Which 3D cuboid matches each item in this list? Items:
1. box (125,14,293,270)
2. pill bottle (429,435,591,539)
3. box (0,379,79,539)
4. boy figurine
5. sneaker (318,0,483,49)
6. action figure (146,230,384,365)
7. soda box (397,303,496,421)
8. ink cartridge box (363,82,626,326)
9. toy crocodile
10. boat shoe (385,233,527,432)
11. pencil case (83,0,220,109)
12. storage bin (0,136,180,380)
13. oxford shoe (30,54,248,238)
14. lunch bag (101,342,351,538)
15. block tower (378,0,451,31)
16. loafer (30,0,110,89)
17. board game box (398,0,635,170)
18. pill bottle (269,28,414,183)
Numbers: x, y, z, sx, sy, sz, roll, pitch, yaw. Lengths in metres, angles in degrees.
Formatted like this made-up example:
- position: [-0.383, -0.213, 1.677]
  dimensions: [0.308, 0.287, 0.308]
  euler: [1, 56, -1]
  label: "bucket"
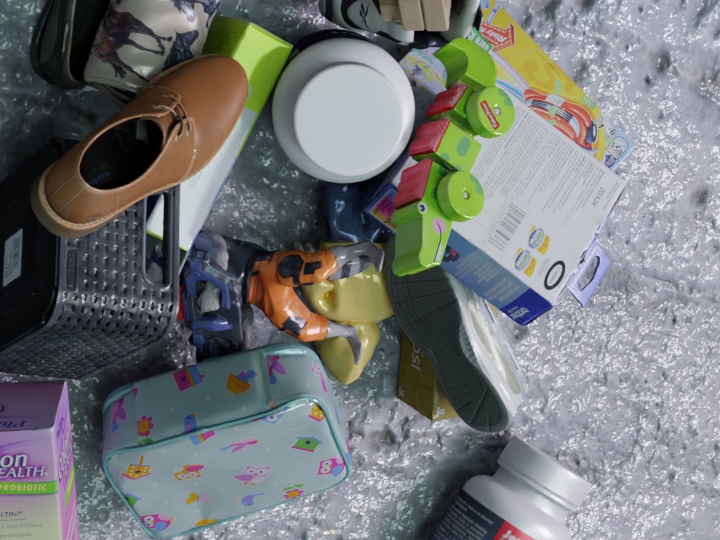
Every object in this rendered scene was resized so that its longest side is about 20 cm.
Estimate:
- position: [-0.131, -0.101, 1.218]
  dimensions: [0.048, 0.122, 0.201]
  euler: [27, 91, -24]
  label: "box"
- position: [0.132, 0.266, 1.490]
  dimensions: [0.119, 0.119, 0.201]
  euler: [32, 89, -33]
  label: "pill bottle"
- position: [-0.312, 0.196, 1.198]
  dimensions: [0.175, 0.097, 0.201]
  euler: [-2, 109, -4]
  label: "box"
- position: [0.000, 0.000, 1.360]
  dimensions: [0.124, 0.064, 0.201]
  euler: [-5, 110, -23]
  label: "boy figurine"
- position: [0.077, -0.235, 1.270]
  dimensions: [0.199, 0.129, 0.080]
  euler: [-22, 133, -34]
  label: "sneaker"
- position: [-0.089, 0.025, 1.291]
  dimensions: [0.192, 0.105, 0.200]
  euler: [10, 143, -3]
  label: "action figure"
- position: [0.081, 0.032, 1.413]
  dimensions: [0.064, 0.068, 0.201]
  euler: [-7, 110, -28]
  label: "soda box"
- position: [0.124, -0.051, 1.276]
  dimensions: [0.200, 0.076, 0.137]
  euler: [36, 68, -3]
  label: "ink cartridge box"
- position: [0.063, -0.087, 1.185]
  dimensions: [0.062, 0.067, 0.201]
  euler: [31, 66, -26]
  label: "toy crocodile"
- position: [0.086, 0.044, 1.345]
  dimensions: [0.065, 0.074, 0.202]
  euler: [-46, 113, -45]
  label: "boat shoe"
- position: [-0.136, -0.210, 1.158]
  dimensions: [0.089, 0.078, 0.201]
  euler: [29, 75, -40]
  label: "pencil case"
- position: [-0.217, -0.003, 1.143]
  dimensions: [0.093, 0.200, 0.136]
  euler: [9, 71, -30]
  label: "storage bin"
- position: [-0.134, -0.094, 1.060]
  dimensions: [0.071, 0.071, 0.200]
  euler: [49, 52, -7]
  label: "oxford shoe"
- position: [-0.113, 0.145, 1.291]
  dimensions: [0.199, 0.077, 0.161]
  euler: [-16, 142, 4]
  label: "lunch bag"
- position: [0.050, -0.279, 1.206]
  dimensions: [0.054, 0.201, 0.058]
  euler: [2, 144, 11]
  label: "block tower"
- position: [-0.193, -0.232, 1.176]
  dimensions: [0.072, 0.063, 0.201]
  euler: [13, 100, -32]
  label: "loafer"
- position: [0.123, -0.130, 1.350]
  dimensions: [0.200, 0.034, 0.134]
  euler: [44, 81, -4]
  label: "board game box"
- position: [-0.015, -0.129, 1.215]
  dimensions: [0.110, 0.200, 0.112]
  euler: [-1, 102, -4]
  label: "pill bottle"
